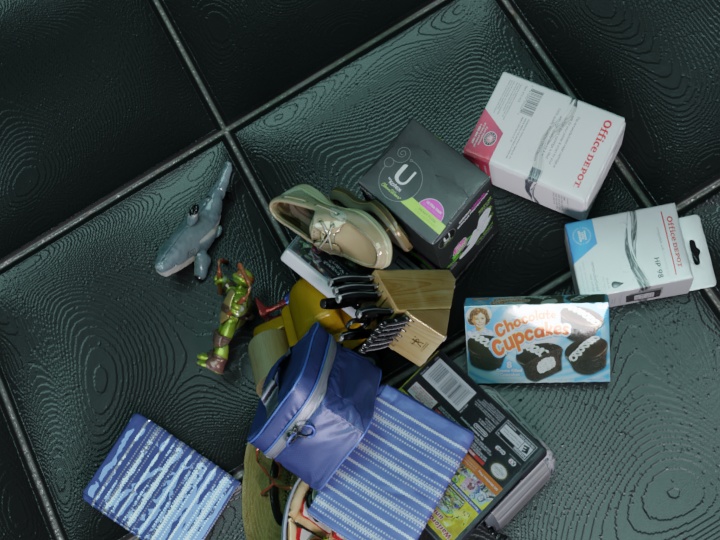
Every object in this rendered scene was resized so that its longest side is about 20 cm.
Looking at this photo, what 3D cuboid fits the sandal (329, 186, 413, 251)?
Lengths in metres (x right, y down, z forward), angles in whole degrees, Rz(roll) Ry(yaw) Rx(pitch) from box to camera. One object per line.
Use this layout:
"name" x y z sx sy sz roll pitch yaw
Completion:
"sandal" 0.008 -0.061 1.462 0.054 0.080 0.199 -47 35 -9

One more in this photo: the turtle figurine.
"turtle figurine" -0.191 0.062 1.566 0.063 0.200 0.164 19 96 -23

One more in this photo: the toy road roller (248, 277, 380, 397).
"toy road roller" -0.076 0.088 1.500 0.197 0.147 0.124 -23 48 5

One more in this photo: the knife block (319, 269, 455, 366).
"knife block" 0.033 0.035 1.407 0.174 0.064 0.201 34 34 -11

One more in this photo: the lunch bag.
"lunch bag" -0.066 0.169 1.358 0.131 0.201 0.137 35 110 -8

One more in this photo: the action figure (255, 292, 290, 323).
"action figure" -0.058 0.021 1.572 0.197 0.066 0.052 -22 55 -1

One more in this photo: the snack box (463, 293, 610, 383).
"snack box" 0.244 0.095 1.472 0.196 0.037 0.119 -2 108 10

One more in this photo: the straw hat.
"straw hat" -0.091 0.301 1.468 0.084 0.200 0.205 6 66 -30

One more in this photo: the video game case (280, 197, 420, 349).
"video game case" 0.000 0.000 1.496 0.199 0.182 0.023 39 123 -2

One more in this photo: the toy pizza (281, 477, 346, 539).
"toy pizza" -0.035 0.351 1.388 0.031 0.199 0.204 -11 68 31

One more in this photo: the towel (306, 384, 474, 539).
"towel" 0.039 0.255 1.342 0.143 0.024 0.202 26 69 20

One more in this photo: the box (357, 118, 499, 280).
"box" 0.100 -0.089 1.509 0.148 0.200 0.125 39 82 20

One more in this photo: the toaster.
"toaster" 0.172 0.252 1.424 0.129 0.114 0.200 -40 65 -7

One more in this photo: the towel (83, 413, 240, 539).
"towel" -0.290 0.315 1.538 0.198 0.024 0.146 29 77 17

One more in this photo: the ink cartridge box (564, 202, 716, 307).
"ink cartridge box" 0.394 -0.022 1.500 0.196 0.067 0.118 -11 69 7

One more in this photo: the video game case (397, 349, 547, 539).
"video game case" 0.108 0.229 1.372 0.180 0.026 0.200 -42 63 -11

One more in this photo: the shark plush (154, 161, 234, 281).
"shark plush" -0.242 -0.071 1.632 0.090 0.083 0.201 38 82 20

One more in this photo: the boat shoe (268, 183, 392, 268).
"boat shoe" -0.041 -0.053 1.416 0.064 0.073 0.199 -22 43 -40

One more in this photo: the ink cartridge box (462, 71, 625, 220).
"ink cartridge box" 0.271 -0.182 1.570 0.197 0.084 0.147 25 77 19
